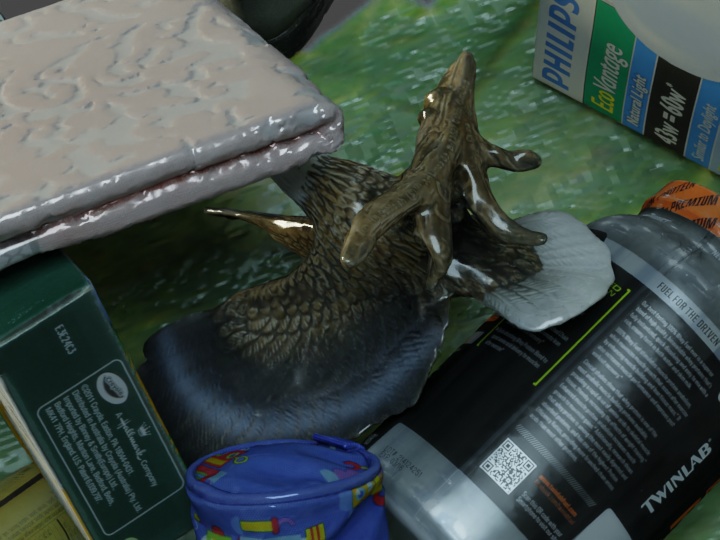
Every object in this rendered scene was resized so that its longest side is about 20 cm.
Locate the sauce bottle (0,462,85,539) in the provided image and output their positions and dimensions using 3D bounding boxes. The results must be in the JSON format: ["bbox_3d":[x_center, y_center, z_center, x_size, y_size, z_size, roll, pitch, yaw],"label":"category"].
[{"bbox_3d":[-0.169,0.138,0.822,0.064,0.200,0.065,8,109,23],"label":"sauce bottle"}]

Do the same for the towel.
[{"bbox_3d":[-0.125,-0.062,0.825,0.189,0.032,0.200,-21,31,-15],"label":"towel"}]

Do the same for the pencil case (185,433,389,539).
[{"bbox_3d":[-0.019,0.164,0.807,0.078,0.202,0.086,10,23,43],"label":"pencil case"}]

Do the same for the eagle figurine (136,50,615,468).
[{"bbox_3d":[-0.004,-0.006,0.855,0.151,0.200,0.152,-8,64,-33],"label":"eagle figurine"}]

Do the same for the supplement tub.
[{"bbox_3d":[0.100,0.062,0.863,0.200,0.123,0.122,-43,73,-10],"label":"supplement tub"}]

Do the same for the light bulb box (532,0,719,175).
[{"bbox_3d":[0.191,-0.133,0.886,0.199,0.199,0.125,29,73,14],"label":"light bulb box"}]

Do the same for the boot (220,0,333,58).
[{"bbox_3d":[-0.015,-0.204,0.960,0.067,0.131,0.201,26,74,12],"label":"boot"}]

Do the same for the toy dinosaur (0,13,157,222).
[{"bbox_3d":[-0.193,-0.061,0.959,0.198,0.102,0.137,18,87,-9],"label":"toy dinosaur"}]

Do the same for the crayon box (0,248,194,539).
[{"bbox_3d":[-0.144,0.026,0.845,0.051,0.126,0.200,-32,35,-14],"label":"crayon box"}]
